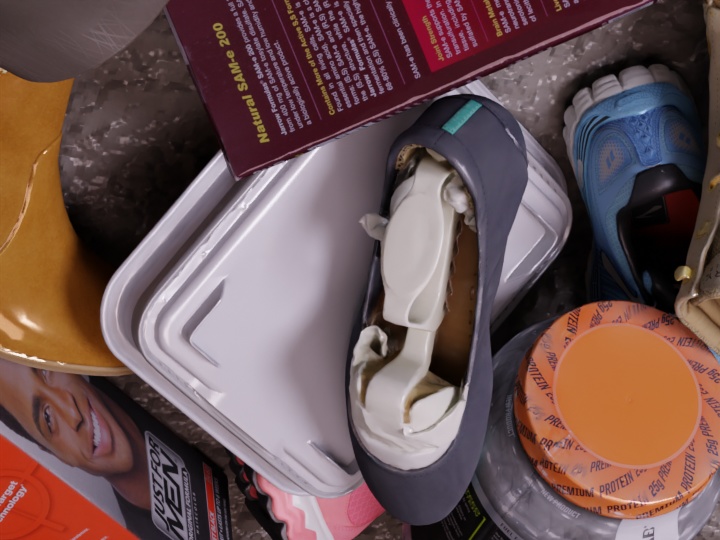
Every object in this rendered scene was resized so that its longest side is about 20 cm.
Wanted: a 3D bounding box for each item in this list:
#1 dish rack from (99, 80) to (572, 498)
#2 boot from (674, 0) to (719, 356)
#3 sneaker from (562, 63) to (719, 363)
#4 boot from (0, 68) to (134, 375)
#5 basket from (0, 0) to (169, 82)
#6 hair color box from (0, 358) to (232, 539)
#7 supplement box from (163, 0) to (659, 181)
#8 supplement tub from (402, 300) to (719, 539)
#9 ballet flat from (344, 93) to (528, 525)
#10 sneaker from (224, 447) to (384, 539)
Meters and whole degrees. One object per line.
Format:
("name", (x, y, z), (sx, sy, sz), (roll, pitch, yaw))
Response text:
("dish rack", (0.000, 0.000, 1.032), (0.200, 0.044, 0.172), (-49, 125, -2))
("boot", (0.170, -0.059, 0.975), (0.072, 0.156, 0.200), (6, 149, 24))
("sneaker", (0.143, 0.005, 1.080), (0.078, 0.090, 0.201), (-20, 130, 6))
("boot", (-0.147, -0.042, 1.002), (0.200, 0.071, 0.144), (23, 122, -21))
("basket", (-0.159, -0.170, 0.853), (0.135, 0.181, 0.200), (5, 156, 43))
("hair color box", (-0.143, 0.095, 1.093), (0.061, 0.102, 0.200), (-35, 127, 18))
("supplement box", (0.022, -0.125, 0.941), (0.199, 0.061, 0.109), (-22, 93, 7))
("supplement tub", (0.096, 0.098, 1.084), (0.122, 0.123, 0.200), (1, 155, -12))
("ballet flat", (0.023, 0.024, 0.979), (0.073, 0.073, 0.201), (5, 112, -14))
("sneaker", (-0.031, 0.052, 1.115), (0.086, 0.074, 0.201), (-30, 129, -14))
